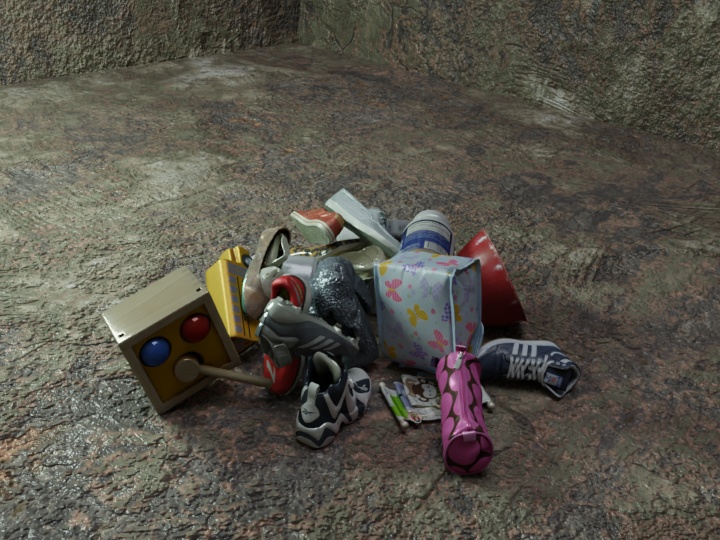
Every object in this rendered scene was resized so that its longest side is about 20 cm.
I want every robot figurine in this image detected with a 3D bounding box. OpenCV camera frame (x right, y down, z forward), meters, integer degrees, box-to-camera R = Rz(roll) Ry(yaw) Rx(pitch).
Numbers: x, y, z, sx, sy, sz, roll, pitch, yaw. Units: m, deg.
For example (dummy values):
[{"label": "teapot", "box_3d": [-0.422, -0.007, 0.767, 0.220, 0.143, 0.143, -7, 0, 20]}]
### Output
[{"label": "robot figurine", "box_3d": [-0.150, 0.026, 1.569, 0.196, 0.115, 0.170, 6, -12, 2]}]

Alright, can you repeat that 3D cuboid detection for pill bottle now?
[{"label": "pill bottle", "box_3d": [0.128, -0.034, 1.555, 0.109, 0.113, 0.201, 8, 34, 6]}]

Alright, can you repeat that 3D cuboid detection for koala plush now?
[{"label": "koala plush", "box_3d": [-0.090, 0.080, 1.432, 0.197, 0.185, 0.179, -18, 46, 12]}]

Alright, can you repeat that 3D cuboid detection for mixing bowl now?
[{"label": "mixing bowl", "box_3d": [0.239, 0.033, 1.584, 0.107, 0.202, 0.201, -26, 27, 6]}]

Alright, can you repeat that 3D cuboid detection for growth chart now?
[{"label": "growth chart", "box_3d": [0.128, 0.211, 1.362, 0.196, 0.018, 0.145, -6, 28, -23]}]

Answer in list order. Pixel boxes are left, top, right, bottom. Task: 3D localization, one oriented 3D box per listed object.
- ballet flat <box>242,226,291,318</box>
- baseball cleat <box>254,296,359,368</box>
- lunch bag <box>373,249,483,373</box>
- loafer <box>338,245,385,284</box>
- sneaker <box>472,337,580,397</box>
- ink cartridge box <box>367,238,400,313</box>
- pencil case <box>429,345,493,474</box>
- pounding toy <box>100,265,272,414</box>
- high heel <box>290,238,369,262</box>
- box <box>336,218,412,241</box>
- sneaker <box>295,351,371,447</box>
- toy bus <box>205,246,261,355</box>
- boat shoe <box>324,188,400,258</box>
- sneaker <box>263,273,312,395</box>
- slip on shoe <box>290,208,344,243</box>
[{"label": "ballet flat", "box_3d": [-0.164, -0.005, 1.444, 0.066, 0.068, 0.203, -16, 47, 27]}, {"label": "baseball cleat", "box_3d": [-0.090, 0.117, 1.289, 0.199, 0.108, 0.069, 32, -4, -36]}, {"label": "lunch bag", "box_3d": [0.121, 0.077, 1.395, 0.167, 0.204, 0.126, 7, 18, 36]}, {"label": "loafer", "box_3d": [0.000, 0.000, 1.569, 0.075, 0.069, 0.199, -37, 15, -21]}, {"label": "sneaker", "box_3d": [0.295, 0.174, 1.405, 0.196, 0.071, 0.109, -2, 25, -25]}, {"label": "ink cartridge box", "box_3d": [0.086, 0.010, 1.679, 0.144, 0.087, 0.201, 2, 25, -8]}, {"label": "pencil case", "box_3d": [0.159, 0.214, 1.248, 0.089, 0.095, 0.201, 7, 35, -6]}, {"label": "pounding toy", "box_3d": [-0.272, 0.128, 1.276, 0.182, 0.202, 0.142, -31, 38, -18]}, {"label": "high heel", "box_3d": [-0.084, -0.046, 1.720, 0.198, 0.072, 0.143, -28, 39, -7]}, {"label": "box", "box_3d": [0.060, -0.084, 1.791, 0.142, 0.037, 0.198, 4, -4, -39]}, {"label": "sneaker", "box_3d": [-0.036, 0.175, 1.274, 0.078, 0.132, 0.198, 20, 30, 27]}, {"label": "toy bus", "box_3d": [-0.233, 0.051, 1.452, 0.078, 0.065, 0.203, 19, 47, -42]}, {"label": "boat shoe", "box_3d": [0.017, -0.103, 1.656, 0.200, 0.070, 0.072, 37, 78, 20]}, {"label": "sneaker", "box_3d": [-0.137, 0.105, 1.324, 0.076, 0.204, 0.085, 5, -1, 25]}, {"label": "slip on shoe", "box_3d": [-0.091, -0.100, 1.693, 0.061, 0.075, 0.199, -40, 23, -17]}]
